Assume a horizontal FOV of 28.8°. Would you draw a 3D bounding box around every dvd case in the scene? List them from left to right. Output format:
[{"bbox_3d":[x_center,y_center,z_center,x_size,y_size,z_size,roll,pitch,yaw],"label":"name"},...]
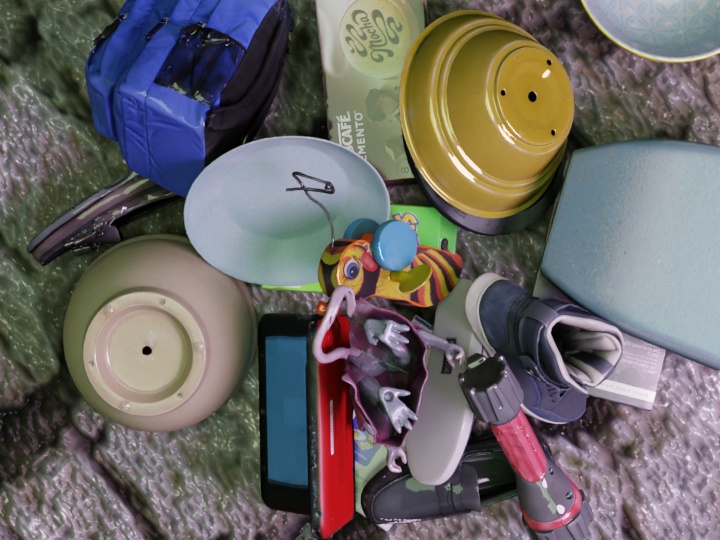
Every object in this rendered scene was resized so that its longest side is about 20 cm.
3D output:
[{"bbox_3d":[0.248,0.027,1.426,0.147,0.016,0.203,14,90,2],"label":"dvd case"}]

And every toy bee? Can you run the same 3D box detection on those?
[{"bbox_3d":[0.000,0.000,1.324,0.198,0.131,0.110,22,81,-13],"label":"toy bee"}]

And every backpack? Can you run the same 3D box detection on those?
[{"bbox_3d":[-0.161,-0.203,1.361,0.167,0.163,0.201,29,64,3],"label":"backpack"}]

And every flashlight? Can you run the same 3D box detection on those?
[{"bbox_3d":[0.155,0.173,1.314,0.067,0.068,0.201,-5,126,37],"label":"flashlight"}]

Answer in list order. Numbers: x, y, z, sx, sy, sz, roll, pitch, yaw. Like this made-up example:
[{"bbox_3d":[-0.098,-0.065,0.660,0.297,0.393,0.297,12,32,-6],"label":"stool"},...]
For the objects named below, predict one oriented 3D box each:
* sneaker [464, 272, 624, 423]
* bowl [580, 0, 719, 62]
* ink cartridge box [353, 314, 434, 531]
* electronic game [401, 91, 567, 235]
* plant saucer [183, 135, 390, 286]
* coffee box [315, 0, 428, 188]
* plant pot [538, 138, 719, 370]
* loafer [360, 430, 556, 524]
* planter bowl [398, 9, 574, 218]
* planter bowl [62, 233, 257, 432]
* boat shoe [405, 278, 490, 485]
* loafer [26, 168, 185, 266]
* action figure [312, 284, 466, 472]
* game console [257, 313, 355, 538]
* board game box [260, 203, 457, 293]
[{"bbox_3d":[0.194,0.095,1.314,0.077,0.146,0.203,-52,128,-15],"label":"sneaker"},{"bbox_3d":[0.302,-0.298,1.375,0.197,0.108,0.203,0,91,3],"label":"bowl"},{"bbox_3d":[0.042,0.154,1.428,0.099,0.039,0.201,34,93,2],"label":"ink cartridge box"},{"bbox_3d":[0.125,-0.135,1.378,0.198,0.041,0.203,5,81,-32],"label":"electronic game"},{"bbox_3d":[-0.071,-0.065,1.354,0.198,0.202,0.039,-10,46,3],"label":"plant saucer"},{"bbox_3d":[0.020,-0.185,1.406,0.111,0.080,0.203,-5,90,3],"label":"coffee box"},{"bbox_3d":[0.276,-0.027,1.326,0.198,0.196,0.199,16,90,7],"label":"plant pot"},{"bbox_3d":[0.098,0.207,1.382,0.198,0.070,0.069,-16,113,-13],"label":"loafer"},{"bbox_3d":[0.140,-0.156,1.316,0.198,0.083,0.203,5,81,-32],"label":"planter bowl"},{"bbox_3d":[-0.205,0.070,1.381,0.197,0.135,0.203,0,97,0],"label":"planter bowl"},{"bbox_3d":[0.097,0.112,1.369,0.071,0.065,0.203,-3,73,42],"label":"boat shoe"},{"bbox_3d":[-0.247,-0.058,1.431,0.199,0.072,0.063,-35,92,0],"label":"loafer"},{"bbox_3d":[0.010,0.101,1.301,0.148,0.200,0.135,29,87,-3],"label":"action figure"},{"bbox_3d":[-0.068,0.145,1.359,0.117,0.172,0.203,-2,90,14],"label":"game console"},{"bbox_3d":[0.000,-0.022,1.435,0.197,0.030,0.097,4,91,6],"label":"board game box"}]
